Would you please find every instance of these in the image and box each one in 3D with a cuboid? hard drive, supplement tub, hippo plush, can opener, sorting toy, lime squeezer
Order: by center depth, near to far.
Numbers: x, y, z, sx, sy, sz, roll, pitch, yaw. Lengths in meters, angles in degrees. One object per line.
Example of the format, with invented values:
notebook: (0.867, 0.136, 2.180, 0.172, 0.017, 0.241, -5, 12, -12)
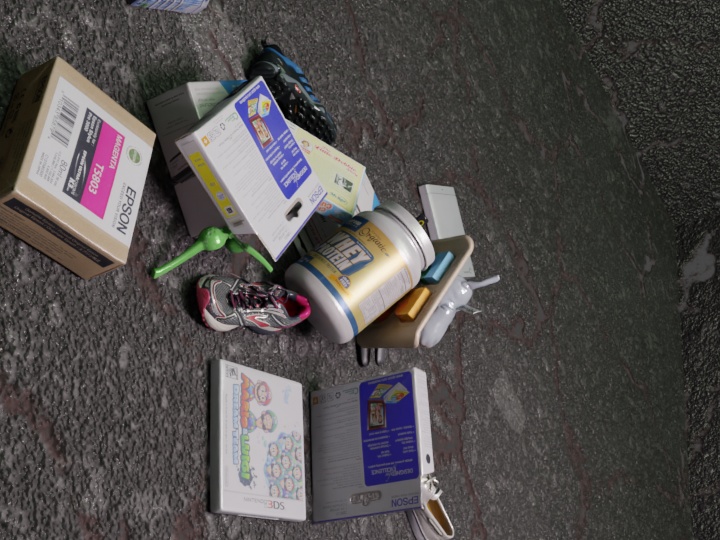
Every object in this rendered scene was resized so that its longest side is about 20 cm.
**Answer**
lime squeezer: (-0.183, -0.024, 1.254, 0.200, 0.038, 0.071, -3, 107, -47)
supplement tub: (0.000, 0.000, 1.426, 0.200, 0.145, 0.145, -39, 115, -17)
sorting toy: (0.079, 0.032, 1.488, 0.036, 0.185, 0.200, 38, 69, -21)
can opener: (0.024, 0.066, 1.592, 0.079, 0.063, 0.200, 30, 51, -50)
hippo plush: (0.101, 0.032, 1.655, 0.161, 0.200, 0.159, 40, 70, -19)
hard drive: (0.182, -0.079, 1.960, 0.132, 0.027, 0.200, -2, 78, -59)

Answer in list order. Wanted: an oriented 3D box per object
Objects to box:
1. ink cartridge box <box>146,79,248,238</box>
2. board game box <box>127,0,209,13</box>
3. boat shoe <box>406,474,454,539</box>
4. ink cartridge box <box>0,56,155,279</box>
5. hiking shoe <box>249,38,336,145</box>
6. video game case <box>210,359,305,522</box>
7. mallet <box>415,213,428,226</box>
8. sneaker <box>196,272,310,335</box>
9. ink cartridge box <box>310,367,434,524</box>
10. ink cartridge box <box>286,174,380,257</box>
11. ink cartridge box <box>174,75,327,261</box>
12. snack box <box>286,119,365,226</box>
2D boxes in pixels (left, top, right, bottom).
ink cartridge box: (-0.197, -0.159, 1.317, 0.145, 0.084, 0.200, -23, 96, -59)
board game box: (-0.280, -0.484, 1.364, 0.200, 0.062, 0.200, -20, 93, -59)
boat shoe: (0.103, 0.368, 1.567, 0.071, 0.070, 0.200, -35, 106, -58)
ink cartridge box: (-0.334, -0.118, 1.082, 0.165, 0.075, 0.200, 39, 44, -43)
hiking shoe: (-0.099, -0.292, 1.554, 0.200, 0.074, 0.087, 48, 40, -37)
video game case: (-0.138, 0.236, 1.281, 0.182, 0.024, 0.200, 27, 53, -52)
mallet: (0.026, -0.031, 1.547, 0.066, 0.200, 0.041, 43, 1, -26)
sneaker: (-0.151, 0.042, 1.305, 0.200, 0.075, 0.081, 11, 67, -56)
ink cartridge box: (0.013, 0.256, 1.349, 0.043, 0.198, 0.200, 26, 55, -48)
ink cartridge box: (-0.037, -0.084, 1.560, 0.116, 0.067, 0.200, 64, 32, -15)
ink cartridge box: (-0.141, -0.138, 1.275, 0.200, 0.047, 0.198, 62, 32, -21)
snack box: (-0.091, -0.164, 1.464, 0.200, 0.037, 0.116, 30, 47, -17)
